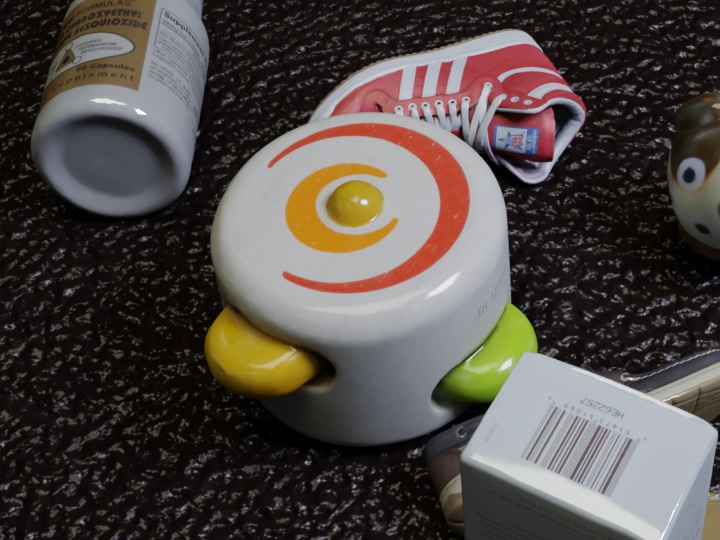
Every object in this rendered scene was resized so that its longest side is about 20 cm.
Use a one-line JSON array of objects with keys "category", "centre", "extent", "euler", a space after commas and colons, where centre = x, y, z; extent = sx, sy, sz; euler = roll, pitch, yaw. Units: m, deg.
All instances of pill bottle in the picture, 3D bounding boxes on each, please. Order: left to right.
[{"category": "pill bottle", "centre": [-0.170, -0.148, 1.019], "extent": [0.112, 0.115, 0.202], "euler": [-2, 49, 6]}]

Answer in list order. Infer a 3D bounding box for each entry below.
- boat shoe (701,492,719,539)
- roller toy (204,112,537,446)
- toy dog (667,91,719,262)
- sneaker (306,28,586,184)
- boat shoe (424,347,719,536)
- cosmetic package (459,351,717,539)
[{"category": "boat shoe", "centre": [0.210, 0.148, 0.740], "extent": [0.197, 0.077, 0.072], "euler": [13, 52, 18]}, {"category": "roller toy", "centre": [0.000, 0.000, 0.852], "extent": [0.197, 0.141, 0.184], "euler": [-10, 48, -1]}, {"category": "toy dog", "centre": [0.296, -0.071, 0.880], "extent": [0.197, 0.141, 0.195], "euler": [-9, 36, -1]}, {"category": "sneaker", "centre": [0.065, -0.102, 0.977], "extent": [0.198, 0.072, 0.113], "euler": [-23, 47, -15]}, {"category": "boat shoe", "centre": [0.130, 0.086, 0.808], "extent": [0.198, 0.072, 0.065], "euler": [-25, 56, -6]}, {"category": "cosmetic package", "centre": [0.109, 0.142, 0.675], "extent": [0.101, 0.202, 0.074], "euler": [23, 55, 24]}]
